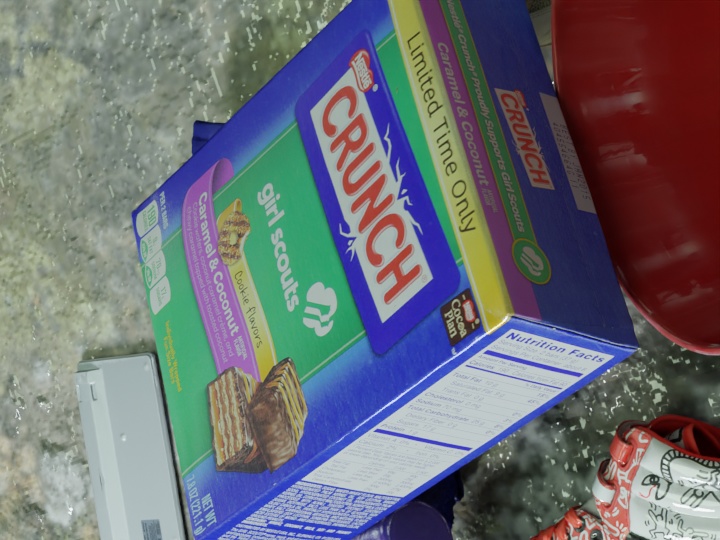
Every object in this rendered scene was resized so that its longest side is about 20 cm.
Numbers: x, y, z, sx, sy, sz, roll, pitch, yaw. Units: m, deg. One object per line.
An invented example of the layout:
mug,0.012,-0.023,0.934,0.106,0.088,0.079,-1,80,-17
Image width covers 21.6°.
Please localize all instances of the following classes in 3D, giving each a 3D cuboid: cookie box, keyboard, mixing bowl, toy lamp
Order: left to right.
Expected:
keyboard,-0.116,0.145,1.016,0.056,0.011,0.201,-8,92,30
toy lamp,-0.019,0.153,0.883,0.200,0.058,0.058,-40,73,53
cookie box,0.000,0.000,0.781,0.200,0.075,0.172,-39,53,37
mixing bowl,0.159,-0.078,0.686,0.200,0.108,0.201,170,90,-71

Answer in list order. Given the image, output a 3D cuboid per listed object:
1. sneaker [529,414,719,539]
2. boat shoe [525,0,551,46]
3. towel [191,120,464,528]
sneaker,0.105,0.119,0.826,0.201,0.067,0.108,-4,94,31
boat shoe,0.073,-0.195,0.802,0.071,0.064,0.201,9,102,33
towel,-0.013,0.022,0.907,0.147,0.049,0.201,4,99,41
